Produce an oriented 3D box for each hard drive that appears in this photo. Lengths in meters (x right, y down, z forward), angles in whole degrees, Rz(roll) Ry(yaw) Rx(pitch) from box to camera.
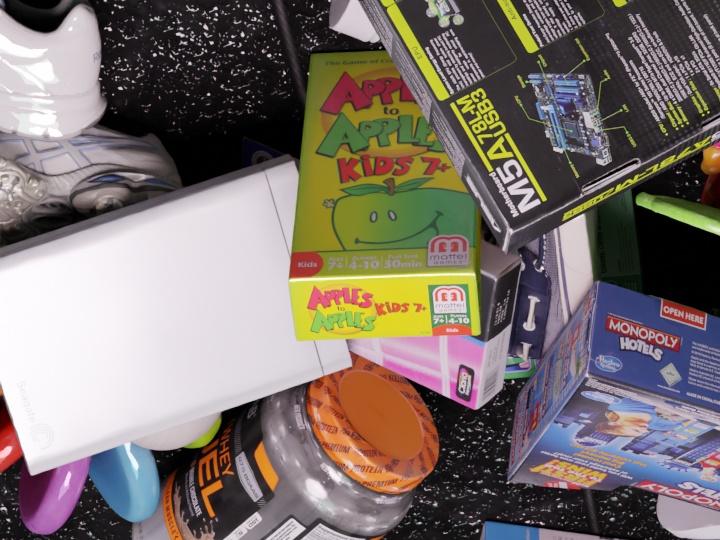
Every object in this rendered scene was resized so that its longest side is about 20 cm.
[{"bbox_3d":[-0.116,0.026,1.453,0.200,0.027,0.132,-18,109,-8],"label":"hard drive"}]

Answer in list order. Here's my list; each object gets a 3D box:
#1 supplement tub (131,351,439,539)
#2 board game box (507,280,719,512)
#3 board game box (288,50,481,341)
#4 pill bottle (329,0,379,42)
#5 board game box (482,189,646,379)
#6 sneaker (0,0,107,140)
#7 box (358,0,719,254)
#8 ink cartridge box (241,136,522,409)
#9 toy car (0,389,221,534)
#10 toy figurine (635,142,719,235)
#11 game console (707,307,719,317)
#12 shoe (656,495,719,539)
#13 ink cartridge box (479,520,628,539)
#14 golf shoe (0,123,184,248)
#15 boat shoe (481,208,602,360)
[{"bbox_3d":[-0.048,0.146,1.643,0.122,0.123,0.200,33,125,-23],"label":"supplement tub"},{"bbox_3d":[0.180,0.089,1.504,0.200,0.062,0.200,17,157,-18],"label":"board game box"},{"bbox_3d":[0.017,-0.047,1.413,0.101,0.200,0.048,-2,132,6],"label":"board game box"},{"bbox_3d":[0.090,-0.143,1.382,0.200,0.112,0.112,17,131,-11],"label":"pill bottle"},{"bbox_3d":[0.105,-0.014,1.553,0.134,0.029,0.200,-4,132,9],"label":"board game box"},{"bbox_3d":[-0.242,-0.132,1.431,0.199,0.075,0.087,3,120,-11],"label":"sneaker"},{"bbox_3d":[0.109,-0.139,1.292,0.193,0.200,0.048,-29,168,-6],"label":"box"},{"bbox_3d":[0.000,0.000,1.489,0.200,0.037,0.095,26,128,27],"label":"ink cartridge box"},{"bbox_3d":[-0.187,0.085,1.547,0.200,0.150,0.175,26,165,-19],"label":"toy car"},{"bbox_3d":[0.243,-0.099,1.372,0.150,0.200,0.184,22,94,24],"label":"toy figurine"},{"bbox_3d":[0.276,0.036,1.571,0.200,0.119,0.172,29,157,-31],"label":"game console"},{"bbox_3d":[0.288,0.161,1.628,0.091,0.072,0.200,26,163,-28],"label":"shoe"},{"bbox_3d":[0.174,0.249,1.758,0.199,0.068,0.116,8,132,-4],"label":"ink cartridge box"},{"bbox_3d":[-0.200,-0.058,1.478,0.200,0.097,0.078,12,129,-21],"label":"golf shoe"},{"bbox_3d":[0.093,-0.007,1.478,0.093,0.075,0.200,0,144,8],"label":"boat shoe"}]
